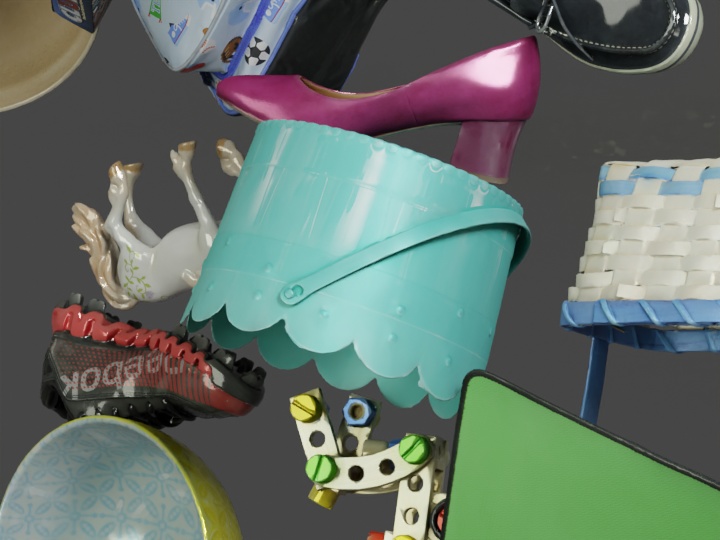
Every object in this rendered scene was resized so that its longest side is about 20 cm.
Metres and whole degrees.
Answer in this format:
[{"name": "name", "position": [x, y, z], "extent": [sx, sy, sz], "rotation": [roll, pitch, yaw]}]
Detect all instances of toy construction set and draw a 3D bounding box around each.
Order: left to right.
[{"name": "toy construction set", "position": [0.011, 0.179, 1.607], "extent": [0.130, 0.092, 0.201], "rotation": [6, 97, 14]}]

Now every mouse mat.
[{"name": "mouse mat", "position": [0.129, 0.160, 1.472], "extent": [0.199, 0.008, 0.162], "rotation": [26, 123, 32]}]

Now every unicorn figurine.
[{"name": "unicorn figurine", "position": [-0.114, -0.017, 1.750], "extent": [0.200, 0.074, 0.138], "rotation": [-16, 84, 51]}]

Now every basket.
[{"name": "basket", "position": [0.203, 0.039, 1.438], "extent": [0.176, 0.139, 0.201], "rotation": [3, 80, 41]}]

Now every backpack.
[{"name": "backpack", "position": [-0.070, -0.212, 1.684], "extent": [0.200, 0.153, 0.191], "rotation": [-55, 41, 24]}]

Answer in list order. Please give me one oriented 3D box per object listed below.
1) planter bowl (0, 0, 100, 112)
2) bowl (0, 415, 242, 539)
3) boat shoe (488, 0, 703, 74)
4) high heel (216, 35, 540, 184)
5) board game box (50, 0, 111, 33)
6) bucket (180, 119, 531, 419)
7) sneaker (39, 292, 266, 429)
[{"name": "planter bowl", "position": [-0.289, -0.232, 1.845], "extent": [0.200, 0.200, 0.135], "rotation": [-42, 35, 27]}, {"name": "bowl", "position": [-0.143, 0.200, 1.716], "extent": [0.199, 0.107, 0.202], "rotation": [-6, 81, 38]}, {"name": "boat shoe", "position": [0.124, -0.177, 1.577], "extent": [0.200, 0.062, 0.075], "rotation": [32, 103, 35]}, {"name": "high heel", "position": [0.012, -0.123, 1.610], "extent": [0.199, 0.067, 0.097], "rotation": [12, 102, -5]}, {"name": "board game box", "position": [-0.151, -0.273, 1.723], "extent": [0.034, 0.136, 0.201], "rotation": [26, 76, 2]}, {"name": "bucket", "position": [0.000, 0.000, 1.568], "extent": [0.206, 0.207, 0.136], "rotation": [13, 82, 38]}, {"name": "sneaker", "position": [-0.148, 0.082, 1.747], "extent": [0.200, 0.071, 0.098], "rotation": [13, 76, 40]}]
